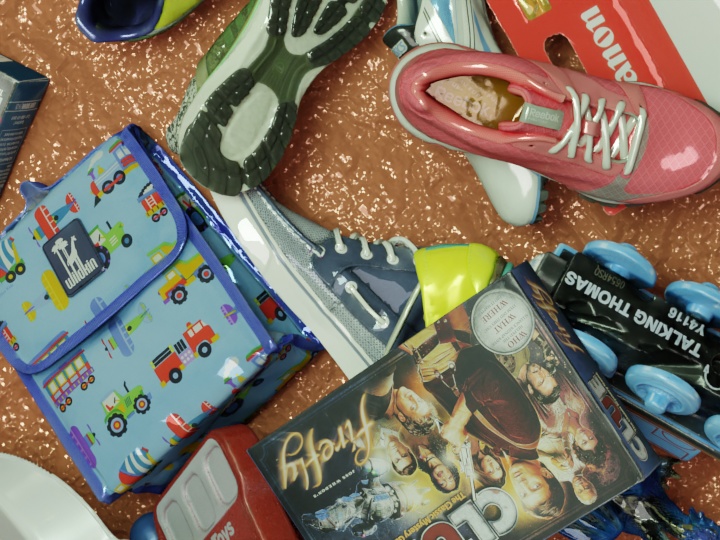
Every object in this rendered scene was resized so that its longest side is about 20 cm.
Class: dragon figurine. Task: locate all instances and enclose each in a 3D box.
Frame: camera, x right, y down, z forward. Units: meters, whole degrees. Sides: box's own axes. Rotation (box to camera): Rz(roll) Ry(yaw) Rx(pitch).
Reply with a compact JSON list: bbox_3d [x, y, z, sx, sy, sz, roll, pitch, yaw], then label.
[{"bbox_3d":[0.137,0.126,1.229,0.200,0.099,0.059,29,101,7],"label":"dragon figurine"}]

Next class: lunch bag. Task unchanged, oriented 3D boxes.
[{"bbox_3d":[-0.146,0.019,1.289,0.151,0.094,0.200,-42,75,14],"label":"lunch bag"}]

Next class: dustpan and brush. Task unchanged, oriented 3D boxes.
[{"bbox_3d":[-0.167,0.175,1.264,0.057,0.200,0.140,-33,109,-24],"label":"dustpan and brush"}]

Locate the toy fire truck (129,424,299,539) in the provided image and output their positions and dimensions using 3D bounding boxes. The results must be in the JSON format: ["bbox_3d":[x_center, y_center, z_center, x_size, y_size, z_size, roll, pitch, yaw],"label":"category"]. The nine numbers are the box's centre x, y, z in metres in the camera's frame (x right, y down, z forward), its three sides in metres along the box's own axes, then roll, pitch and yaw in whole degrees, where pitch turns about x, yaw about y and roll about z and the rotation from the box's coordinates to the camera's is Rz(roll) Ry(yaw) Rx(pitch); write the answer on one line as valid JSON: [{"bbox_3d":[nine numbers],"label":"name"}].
[{"bbox_3d":[-0.082,0.206,1.265,0.200,0.112,0.168,-52,57,49],"label":"toy fire truck"}]

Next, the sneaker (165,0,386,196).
[{"bbox_3d":[-0.059,-0.141,1.248,0.077,0.089,0.200,42,77,-32],"label":"sneaker"}]

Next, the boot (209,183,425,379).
[{"bbox_3d":[0.000,0.000,1.263,0.090,0.073,0.200,-38,97,6],"label":"boot"}]

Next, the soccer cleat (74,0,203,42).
[{"bbox_3d":[-0.095,-0.191,1.209,0.200,0.084,0.065,-34,96,42],"label":"soccer cleat"}]

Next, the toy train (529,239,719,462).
[{"bbox_3d":[0.177,0.055,1.206,0.200,0.114,0.087,29,70,0],"label":"toy train"}]

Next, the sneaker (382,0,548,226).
[{"bbox_3d":[0.056,-0.116,1.225,0.072,0.072,0.201,-20,86,-16],"label":"sneaker"}]

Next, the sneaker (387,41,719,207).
[{"bbox_3d":[0.110,-0.077,1.148,0.199,0.087,0.074,12,95,3],"label":"sneaker"}]

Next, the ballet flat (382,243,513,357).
[{"bbox_3d":[0.042,0.078,1.217,0.067,0.067,0.201,11,105,6],"label":"ballet flat"}]

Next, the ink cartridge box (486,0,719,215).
[{"bbox_3d":[0.193,-0.149,1.188,0.200,0.050,0.161,-30,91,-6],"label":"ink cartridge box"}]

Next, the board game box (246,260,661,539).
[{"bbox_3d":[0.050,0.104,1.166,0.200,0.035,0.136,-36,87,25],"label":"board game box"}]

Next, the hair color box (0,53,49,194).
[{"bbox_3d":[-0.287,-0.052,1.310,0.100,0.061,0.200,27,101,7],"label":"hair color box"}]
